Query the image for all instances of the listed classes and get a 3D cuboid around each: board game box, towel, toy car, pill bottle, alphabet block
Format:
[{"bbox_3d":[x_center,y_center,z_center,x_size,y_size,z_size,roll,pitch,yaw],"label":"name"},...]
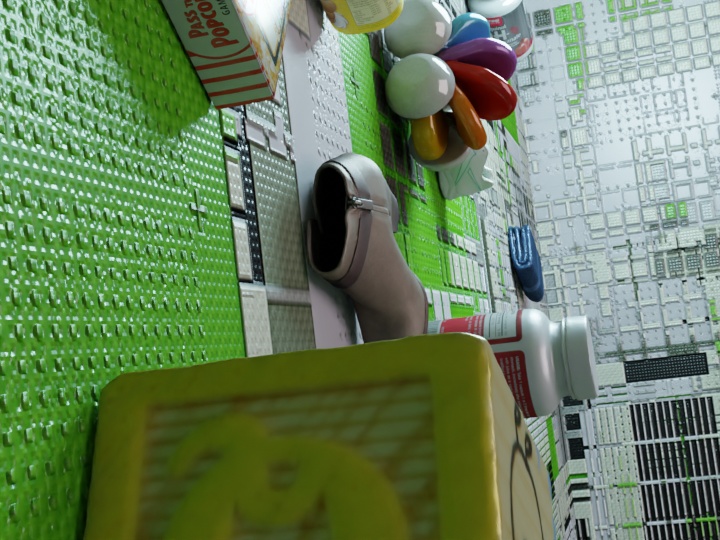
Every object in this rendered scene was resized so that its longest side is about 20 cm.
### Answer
[{"bbox_3d":[-0.090,-0.232,0.716,0.152,0.046,0.200,67,21,-45],"label":"board game box"},{"bbox_3d":[0.357,-0.012,2.281,0.200,0.048,0.112,56,30,-61],"label":"towel"},{"bbox_3d":[0.116,-0.230,1.287,0.175,0.150,0.200,56,30,-59],"label":"toy car"},{"bbox_3d":[0.141,0.101,1.107,0.112,0.200,0.113,-8,90,-75],"label":"pill bottle"},{"bbox_3d":[0.277,-0.516,2.124,0.200,0.110,0.111,64,23,-49],"label":"pill bottle"},{"bbox_3d":[-0.008,0.164,0.527,0.200,0.196,0.196,57,27,-58],"label":"alphabet block"}]

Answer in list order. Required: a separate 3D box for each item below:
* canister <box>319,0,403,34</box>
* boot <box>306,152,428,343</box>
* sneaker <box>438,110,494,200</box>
[{"bbox_3d":[-0.021,-0.327,0.955,0.200,0.086,0.149,57,29,-61],"label":"canister"},{"bbox_3d":[0.000,0.000,0.915,0.146,0.070,0.200,6,75,-68],"label":"boot"},{"bbox_3d":[0.135,-0.187,1.479,0.071,0.080,0.200,-81,156,-44],"label":"sneaker"}]
